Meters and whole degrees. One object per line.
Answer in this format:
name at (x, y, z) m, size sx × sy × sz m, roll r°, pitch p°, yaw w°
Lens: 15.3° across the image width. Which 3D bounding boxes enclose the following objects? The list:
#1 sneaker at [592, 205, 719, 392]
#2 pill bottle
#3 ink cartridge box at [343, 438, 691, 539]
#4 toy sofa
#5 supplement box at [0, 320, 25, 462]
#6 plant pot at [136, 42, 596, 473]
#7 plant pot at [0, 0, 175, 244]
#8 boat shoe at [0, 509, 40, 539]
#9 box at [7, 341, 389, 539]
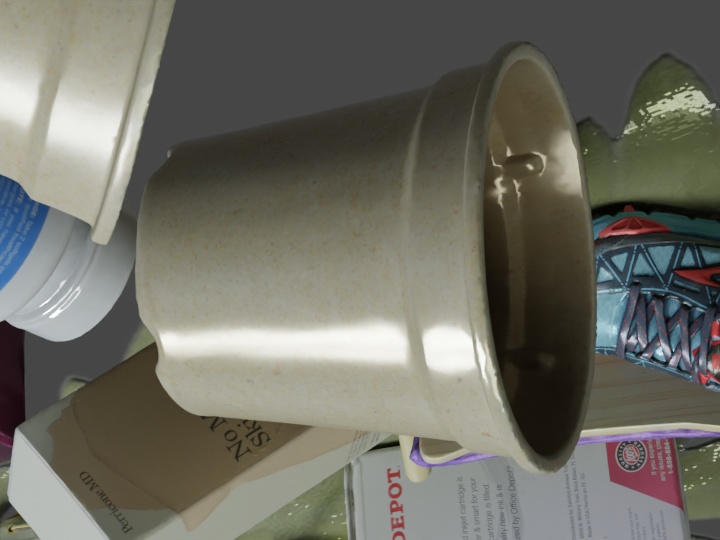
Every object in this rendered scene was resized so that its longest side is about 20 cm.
sneaker at (0.180, 0.020, 1.404) m, size 0.199 × 0.096 × 0.080 m, roll -6°, pitch 129°, yaw -2°
pill bottle at (-0.203, -0.038, 1.264) m, size 0.112 × 0.113 × 0.200 m, roll -29°, pitch 139°, yaw 33°
ink cartridge box at (0.097, 0.173, 1.592) m, size 0.199 × 0.146 × 0.085 m, roll -9°, pitch 148°, yaw 8°
toy sofa at (0.119, 0.074, 1.488) m, size 0.199 × 0.098 × 0.083 m, roll -7°, pitch 147°, yaw 2°
supplement box at (-0.274, 0.069, 1.422) m, size 0.199 × 0.111 × 0.086 m, roll -27°, pitch 140°, yaw 30°
plant pot at (0.000, 0.000, 1.284) m, size 0.183 × 0.201 × 0.201 m, roll -4°, pitch 149°, yaw 20°
plant pot at (-0.166, -0.129, 1.079) m, size 0.183 × 0.201 × 0.201 m, roll 14°, pitch 144°, yaw -8°
boat shoe at (-0.179, 0.171, 1.632) m, size 0.199 × 0.067 × 0.074 m, roll -4°, pitch 151°, yaw 25°
box at (-0.077, 0.083, 1.394) m, size 0.200 × 0.095 × 0.078 m, roll -33°, pitch 158°, yaw -28°
